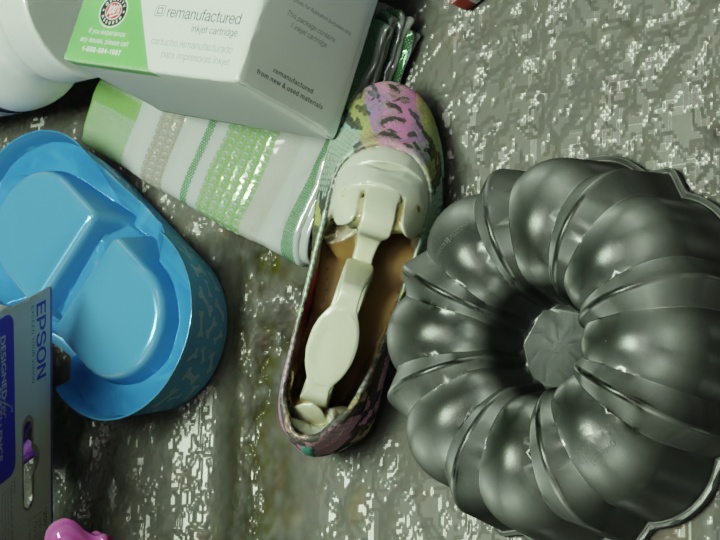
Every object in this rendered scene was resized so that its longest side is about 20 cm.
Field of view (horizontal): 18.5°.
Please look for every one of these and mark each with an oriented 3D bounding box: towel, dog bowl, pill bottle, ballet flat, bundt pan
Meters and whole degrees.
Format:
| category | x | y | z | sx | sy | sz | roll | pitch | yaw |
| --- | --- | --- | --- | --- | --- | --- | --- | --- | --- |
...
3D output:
| category | x | y | z | sx | sy | sz | roll | pitch | yaw |
| --- | --- | --- | --- | --- | --- | --- | --- | --- | --- |
| towel | -0.070 | -0.104 | 1.250 | 0.199 | 0.031 | 0.150 | 27 | 96 | 36 |
| dog bowl | -0.150 | 0.004 | 1.274 | 0.200 | 0.049 | 0.112 | 44 | 106 | 33 |
| pill bottle | -0.231 | -0.146 | 1.313 | 0.199 | 0.115 | 0.117 | -8 | 76 | 39 |
| ballet flat | 0.000 | 0.000 | 1.149 | 0.068 | 0.071 | 0.202 | 15 | 90 | 3 |
| bundt pan | 0.093 | 0.035 | 1.077 | 0.200 | 0.076 | 0.204 | -9 | 75 | 34 |

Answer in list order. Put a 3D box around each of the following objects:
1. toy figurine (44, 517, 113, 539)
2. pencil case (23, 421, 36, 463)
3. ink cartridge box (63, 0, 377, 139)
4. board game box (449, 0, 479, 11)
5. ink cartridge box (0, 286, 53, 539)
| category | x | y | z | sx | sy | sz | roll | pitch | yaw |
| --- | --- | --- | --- | --- | --- | --- | --- | --- | --- |
| toy figurine | -0.128 | 0.196 | 1.127 | 0.183 | 0.150 | 0.201 | 28 | 75 | 10 |
| pencil case | -0.261 | 0.043 | 1.302 | 0.084 | 0.086 | 0.200 | -32 | 38 | -18 |
| ink cartridge box | -0.058 | -0.186 | 1.189 | 0.145 | 0.087 | 0.202 | 12 | 80 | 43 |
| board game box | 0.049 | -0.249 | 1.201 | 0.103 | 0.019 | 0.201 | -38 | 61 | 23 |
| ink cartridge box | -0.224 | 0.126 | 1.173 | 0.043 | 0.200 | 0.200 | 8 | 107 | 19 |
